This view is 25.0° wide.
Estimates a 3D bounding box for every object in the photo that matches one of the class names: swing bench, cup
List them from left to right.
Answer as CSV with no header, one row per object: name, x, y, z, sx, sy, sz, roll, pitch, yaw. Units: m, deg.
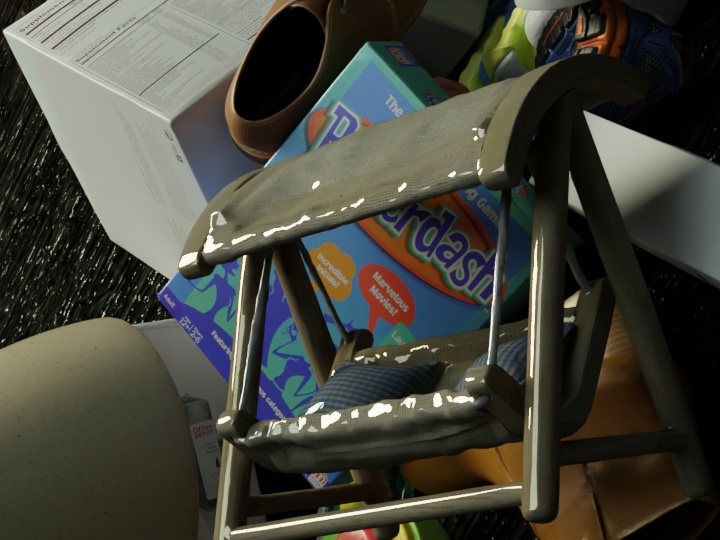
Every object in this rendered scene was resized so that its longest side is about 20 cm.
cup,-0.208,0.134,0.975,0.200,0.143,0.201,8,100,53
swing bench,0.029,0.019,0.734,0.198,0.129,0.201,-17,78,41

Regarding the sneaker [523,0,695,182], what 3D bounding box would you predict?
sneaker,0.119,-0.079,0.910,0.200,0.078,0.076,131,148,-61

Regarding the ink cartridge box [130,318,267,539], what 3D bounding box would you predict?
ink cartridge box,-0.135,0.147,1.067,0.146,0.085,0.201,-31,66,50

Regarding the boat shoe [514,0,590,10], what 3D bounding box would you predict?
boat shoe,0.150,-0.201,0.851,0.200,0.061,0.074,-31,30,-27

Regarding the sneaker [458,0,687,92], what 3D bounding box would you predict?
sneaker,0.116,-0.157,0.967,0.200,0.076,0.105,-38,38,42

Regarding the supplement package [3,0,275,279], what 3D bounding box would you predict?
supplement package,-0.091,-0.094,1.054,0.147,0.192,0.200,-39,43,-20

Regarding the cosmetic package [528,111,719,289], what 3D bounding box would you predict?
cosmetic package,0.166,-0.022,0.772,0.051,0.082,0.200,-62,28,5

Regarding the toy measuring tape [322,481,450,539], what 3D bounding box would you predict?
toy measuring tape,0.028,0.192,0.865,0.074,0.073,0.201,-47,43,30

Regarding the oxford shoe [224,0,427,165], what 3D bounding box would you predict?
oxford shoe,-0.008,-0.151,0.890,0.201,0.071,0.071,-60,-9,-6

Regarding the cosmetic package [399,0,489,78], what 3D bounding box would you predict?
cosmetic package,0.028,-0.168,1.061,0.200,0.071,0.102,132,155,-69

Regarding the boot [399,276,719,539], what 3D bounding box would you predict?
boot,0.091,0.110,0.813,0.201,0.071,0.145,-46,39,39

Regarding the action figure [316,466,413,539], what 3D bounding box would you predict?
action figure,0.005,0.107,0.979,0.118,0.055,0.201,-17,58,51

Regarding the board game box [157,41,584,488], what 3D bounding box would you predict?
board game box,0.000,0.000,0.883,0.152,0.045,0.200,48,114,15

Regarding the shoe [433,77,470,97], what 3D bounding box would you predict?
shoe,0.005,-0.023,0.965,0.200,0.071,0.091,-50,20,27
